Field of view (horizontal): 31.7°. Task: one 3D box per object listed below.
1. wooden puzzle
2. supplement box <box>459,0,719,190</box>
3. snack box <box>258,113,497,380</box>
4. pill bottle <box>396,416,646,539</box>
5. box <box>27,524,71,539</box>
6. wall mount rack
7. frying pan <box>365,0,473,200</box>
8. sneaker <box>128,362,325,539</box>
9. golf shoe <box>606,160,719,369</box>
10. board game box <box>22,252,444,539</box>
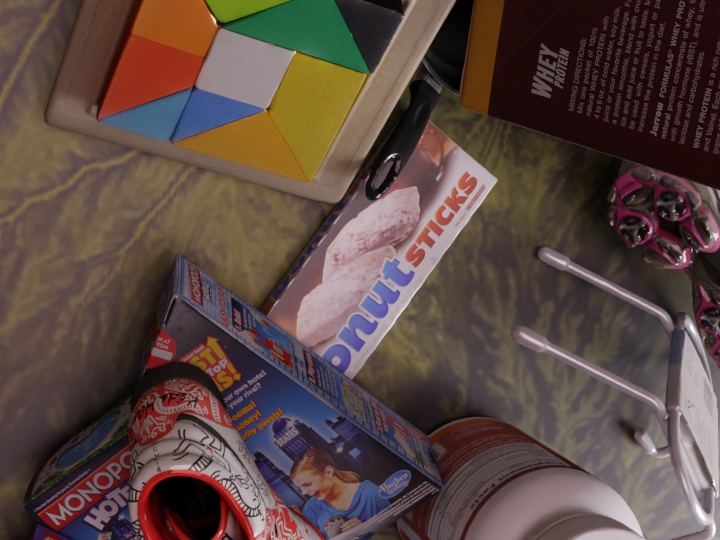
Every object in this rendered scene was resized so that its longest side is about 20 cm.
[{"bbox_3d":[-0.062,-0.115,0.690,0.184,0.200,0.037,15,48,-19],"label":"wooden puzzle"},{"bbox_3d":[0.182,-0.169,0.696,0.132,0.199,0.199,-24,128,-49],"label":"supplement box"},{"bbox_3d":[0.000,0.000,0.798,0.072,0.024,0.200,38,86,-19],"label":"snack box"},{"bbox_3d":[0.099,0.163,0.755,0.111,0.200,0.113,-2,98,-16],"label":"pill bottle"},{"bbox_3d":[-0.139,0.250,0.757,0.199,0.039,0.137,31,111,-17],"label":"box"},{"bbox_3d":[0.171,0.073,0.799,0.074,0.200,0.175,-21,107,23],"label":"wall mount rack"},{"bbox_3d":[0.065,-0.127,0.787,0.114,0.031,0.191,12,93,-33],"label":"frying pan"},{"bbox_3d":[-0.064,0.154,0.682,0.067,0.108,0.202,-26,115,4],"label":"sneaker"},{"bbox_3d":[0.245,-0.006,0.835,0.200,0.072,0.092,52,40,-12],"label":"golf shoe"},{"bbox_3d":[-0.088,0.101,0.749,0.199,0.062,0.200,-34,113,8],"label":"board game box"}]
